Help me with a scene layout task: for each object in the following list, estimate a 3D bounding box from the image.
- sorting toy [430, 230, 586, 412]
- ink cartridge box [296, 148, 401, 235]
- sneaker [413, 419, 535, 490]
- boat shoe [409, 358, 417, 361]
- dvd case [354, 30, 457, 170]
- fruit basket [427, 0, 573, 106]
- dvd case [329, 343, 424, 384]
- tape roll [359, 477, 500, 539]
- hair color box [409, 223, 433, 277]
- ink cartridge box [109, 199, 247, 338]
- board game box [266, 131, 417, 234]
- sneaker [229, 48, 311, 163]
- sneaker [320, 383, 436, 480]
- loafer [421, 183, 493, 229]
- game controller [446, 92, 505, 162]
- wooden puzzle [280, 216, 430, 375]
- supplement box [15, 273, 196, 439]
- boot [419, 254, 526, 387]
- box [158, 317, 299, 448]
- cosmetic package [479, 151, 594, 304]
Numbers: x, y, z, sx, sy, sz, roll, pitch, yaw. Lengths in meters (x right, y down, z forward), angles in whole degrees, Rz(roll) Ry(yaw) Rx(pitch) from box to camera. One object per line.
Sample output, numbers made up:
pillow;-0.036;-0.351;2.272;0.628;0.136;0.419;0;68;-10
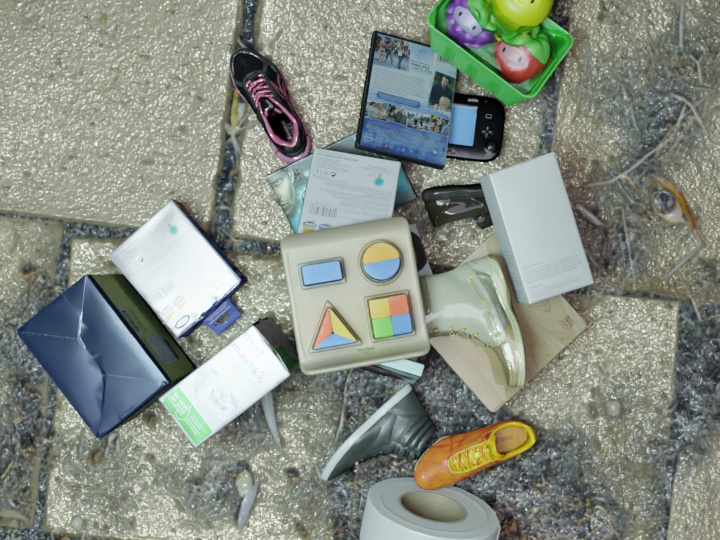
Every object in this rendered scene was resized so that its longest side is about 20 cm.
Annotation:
sorting toy;0.204;0.077;1.565;0.199;0.070;0.200;-42;89;-5
ink cartridge box;-0.023;-0.068;1.494;0.136;0.076;0.201;9;68;1
sneaker;0.172;0.276;1.556;0.199;0.077;0.073;-25;86;-9
boat shoe;0.018;0.069;1.586;0.200;0.074;0.069;38;77;3
dvd case;0.073;-0.262;1.557;0.142;0.018;0.201;12;71;-11
fruit basket;0.217;-0.368;1.504;0.215;0.216;0.156;37;71;2
dvd case;0.018;0.136;1.517;0.145;0.200;0.022;17;80;2
tape roll;0.102;0.382;1.508;0.201;0.202;0.071;11;101;2
hair color box;0.000;0.000;1.546;0.199;0.061;0.102;-11;61;-12
ink cartridge box;-0.273;0.010;1.583;0.136;0.076;0.200;-41;87;2
board game box;-0.029;-0.131;1.582;0.199;0.028;0.136;-25;101;8
sneaker;-0.142;-0.263;1.577;0.079;0.095;0.201;-32;87;4
sneaker;0.034;0.279;1.579;0.200;0.071;0.099;-43;83;-2
loafer;0.196;-0.101;1.580;0.199;0.073;0.072;-3;101;5
game controller;0.125;-0.229;1.591;0.199;0.042;0.105;7;90;2
wooden puzzle;-0.008;0.032;1.407;0.184;0.046;0.201;-10;82;-2
supplement box;-0.375;0.122;1.533;0.134;0.200;0.200;-38;88;2
boot;0.153;0.089;1.489;0.154;0.072;0.201;-14;80;-6
box;-0.189;0.160;1.526;0.176;0.200;0.097;-37;89;1
cosmetic package;0.258;-0.061;1.494;0.107;0.085;0.201;-16;91;-4
